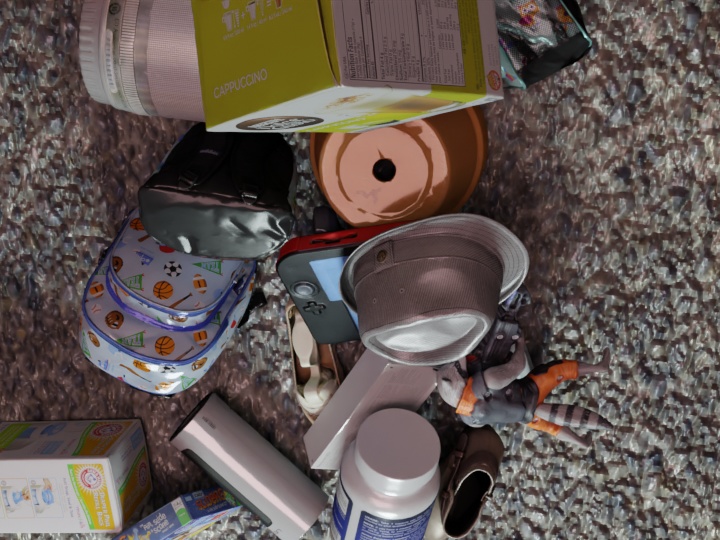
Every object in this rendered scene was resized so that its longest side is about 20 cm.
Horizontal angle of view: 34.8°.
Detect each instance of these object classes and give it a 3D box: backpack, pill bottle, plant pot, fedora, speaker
[{"bbox_3d":[0.120,-0.276,1.146,0.152,0.176,0.201,-26,100,5],"label":"backpack"},{"bbox_3d":[0.029,0.253,1.317,0.115,0.116,0.201,15,138,4],"label":"pill bottle"},{"bbox_3d":[-0.142,-0.090,1.236,0.162,0.201,0.154,8,132,-3],"label":"backpack"},{"bbox_3d":[-0.220,0.035,1.286,0.199,0.191,0.154,21,147,3],"label":"backpack"},{"bbox_3d":[0.035,-0.123,1.231,0.198,0.140,0.202,2,108,7],"label":"plant pot"},{"bbox_3d":[0.071,0.034,1.149,0.199,0.091,0.177,-17,142,25],"label":"fedora"},{"bbox_3d":[-0.134,0.244,1.411,0.200,0.081,0.081,43,109,-7],"label":"speaker"}]

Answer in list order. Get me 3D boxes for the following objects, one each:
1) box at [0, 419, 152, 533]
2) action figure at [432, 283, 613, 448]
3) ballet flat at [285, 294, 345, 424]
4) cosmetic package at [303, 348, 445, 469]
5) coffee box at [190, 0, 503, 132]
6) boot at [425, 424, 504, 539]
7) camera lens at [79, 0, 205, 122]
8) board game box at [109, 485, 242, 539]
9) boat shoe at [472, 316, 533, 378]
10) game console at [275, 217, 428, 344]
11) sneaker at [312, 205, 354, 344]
[{"bbox_3d":[-0.374,0.255,1.433,0.198,0.113,0.102,-3,107,14],"label":"box"},{"bbox_3d":[0.175,0.116,1.244,0.192,0.105,0.201,4,126,-6],"label":"action figure"},{"bbox_3d":[-0.057,0.114,1.362,0.068,0.067,0.202,-8,107,12],"label":"ballet flat"},{"bbox_3d":[0.014,0.155,1.329,0.082,0.051,0.200,8,133,-31],"label":"cosmetic package"},{"bbox_3d":[-0.018,-0.235,1.017,0.199,0.197,0.202,-7,88,49],"label":"coffee box"},{"bbox_3d":[0.112,0.267,1.342,0.070,0.146,0.201,17,111,0],"label":"boot"},{"bbox_3d":[-0.177,-0.239,1.215,0.198,0.160,0.161,7,109,6],"label":"camera lens"},{"bbox_3d":[-0.256,0.332,1.428,0.199,0.135,0.035,-33,76,16],"label":"board game box"},{"bbox_3d":[0.147,0.075,1.313,0.070,0.072,0.201,-18,106,10],"label":"boat shoe"},{"bbox_3d":[0.022,0.018,1.229,0.198,0.031,0.177,-7,138,14],"label":"game console"},{"bbox_3d":[0.000,0.000,1.291,0.081,0.071,0.201,-9,137,10],"label":"sneaker"}]
